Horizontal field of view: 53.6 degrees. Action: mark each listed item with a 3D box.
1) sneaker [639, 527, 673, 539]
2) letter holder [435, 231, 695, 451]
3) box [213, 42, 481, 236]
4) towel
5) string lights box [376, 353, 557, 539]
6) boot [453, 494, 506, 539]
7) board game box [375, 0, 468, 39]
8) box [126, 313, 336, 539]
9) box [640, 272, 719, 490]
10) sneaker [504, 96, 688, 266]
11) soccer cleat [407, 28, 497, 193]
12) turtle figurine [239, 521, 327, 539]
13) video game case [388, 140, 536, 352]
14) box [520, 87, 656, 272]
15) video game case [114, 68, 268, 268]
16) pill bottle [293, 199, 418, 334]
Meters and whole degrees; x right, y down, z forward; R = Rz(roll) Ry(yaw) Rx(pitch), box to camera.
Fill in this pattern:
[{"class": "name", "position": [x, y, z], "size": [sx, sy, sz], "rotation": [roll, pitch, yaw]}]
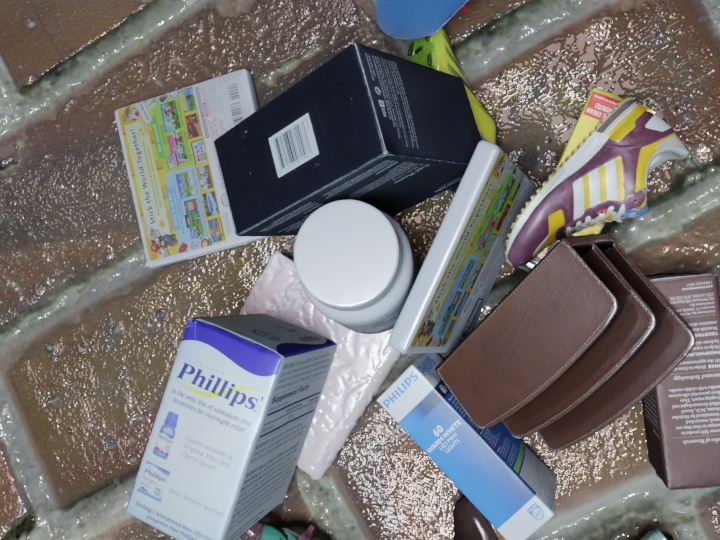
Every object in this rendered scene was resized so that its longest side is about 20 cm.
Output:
[{"class": "sneaker", "position": [0.253, 0.305, 0.731], "size": [0.198, 0.074, 0.120], "rotation": [18, 99, -10]}, {"class": "letter holder", "position": [0.195, 0.085, 0.689], "size": [0.143, 0.100, 0.200], "rotation": [55, 127, 24]}, {"class": "box", "position": [-0.009, -0.115, 0.710], "size": [0.199, 0.181, 0.105], "rotation": [-23, 78, 36]}, {"class": "towel", "position": [-0.071, 0.109, 0.838], "size": [0.190, 0.032, 0.201], "rotation": [33, 97, 11]}, {"class": "string lights box", "position": [0.117, 0.180, 0.759], "size": [0.200, 0.103, 0.059], "rotation": [46, 106, 9]}, {"class": "boot", "position": [0.083, 0.351, 0.749], "size": [0.165, 0.072, 0.203], "rotation": [-13, 95, -25]}, {"class": "board game box", "position": [0.106, -0.321, 0.766], "size": [0.200, 0.039, 0.159], "rotation": [-43, 43, 17]}, {"class": "box", "position": [-0.124, 0.155, 0.740], "size": [0.104, 0.184, 0.202], "rotation": [20, 93, 13]}, {"class": "box", "position": [0.322, 0.105, 0.716], "size": [0.074, 0.100, 0.203], "rotation": [-5, 90, 12]}, {"class": "sneaker", "position": [0.228, -0.068, 0.697], "size": [0.090, 0.075, 0.201], "rotation": [42, 100, 14]}, {"class": "soccer cleat", "position": [0.107, -0.179, 0.791], "size": [0.083, 0.065, 0.203], "rotation": [-9, 78, -25]}, {"class": "turtle figurine", "position": [-0.080, 0.337, 0.811], "size": [0.199, 0.101, 0.151], "rotation": [30, 137, 12]}, {"class": "video game case", "position": [0.108, -0.012, 0.714], "size": [0.023, 0.182, 0.202], "rotation": [27, 96, 24]}, {"class": "box", "position": [0.236, -0.083, 0.759], "size": [0.075, 0.050, 0.202], "rotation": [26, 95, 12]}, {"class": "video game case", "position": [-0.197, -0.122, 0.869], "size": [0.180, 0.023, 0.203], "rotation": [-13, 88, 12]}, {"class": "pill bottle", "position": [0.000, 0.000, 0.712], "size": [0.112, 0.200, 0.115], "rotation": [-1, 81, 7]}]
